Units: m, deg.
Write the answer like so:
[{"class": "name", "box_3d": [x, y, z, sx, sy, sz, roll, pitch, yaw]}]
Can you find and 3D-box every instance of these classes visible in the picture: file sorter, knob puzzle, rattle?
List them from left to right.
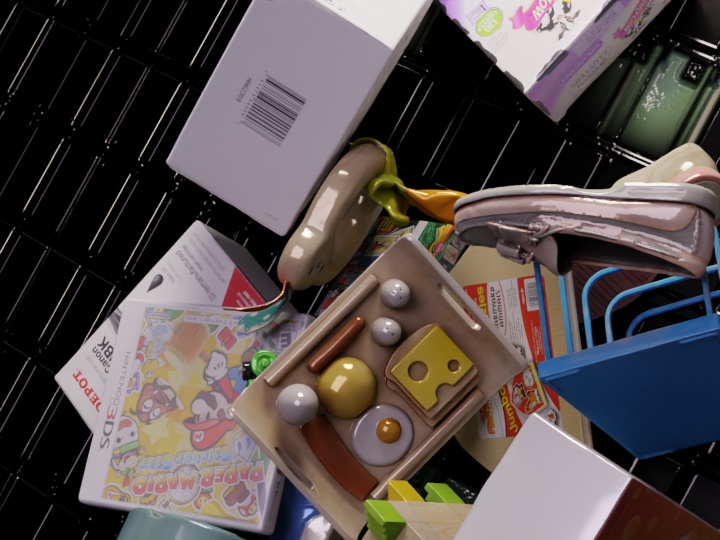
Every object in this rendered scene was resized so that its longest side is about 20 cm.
[{"class": "rattle", "box_3d": [0.000, 0.000, 1.667, 0.143, 0.130, 0.200, 37, 55, -1]}, {"class": "knob puzzle", "box_3d": [0.118, 0.071, 1.649, 0.219, 0.030, 0.221, 12, 105, 54]}, {"class": "file sorter", "box_3d": [0.230, 0.042, 1.532, 0.138, 0.200, 0.124, -16, 61, 24]}]

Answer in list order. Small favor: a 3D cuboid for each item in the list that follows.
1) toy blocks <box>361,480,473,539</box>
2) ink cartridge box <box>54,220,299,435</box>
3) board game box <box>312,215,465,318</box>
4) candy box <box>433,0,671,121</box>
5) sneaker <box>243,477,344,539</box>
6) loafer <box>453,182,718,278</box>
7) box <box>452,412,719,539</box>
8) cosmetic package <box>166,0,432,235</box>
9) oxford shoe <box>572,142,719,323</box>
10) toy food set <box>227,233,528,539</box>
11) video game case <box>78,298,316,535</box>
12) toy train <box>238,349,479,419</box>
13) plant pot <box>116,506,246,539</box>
[{"class": "toy blocks", "box_3d": [0.047, 0.249, 1.580, 0.100, 0.199, 0.137, 44, 111, 35]}, {"class": "ink cartridge box", "box_3d": [-0.154, 0.082, 1.806, 0.200, 0.084, 0.144, -47, 56, 9]}, {"class": "board game box", "box_3d": [0.005, 0.040, 1.720, 0.104, 0.023, 0.201, 9, 58, 43]}, {"class": "candy box", "box_3d": [0.156, -0.257, 1.760, 0.168, 0.071, 0.200, -46, 56, 8]}, {"class": "sneaker", "box_3d": [-0.034, 0.146, 1.716, 0.111, 0.077, 0.201, 26, 93, 25]}, {"class": "loafer", "box_3d": [0.154, -0.024, 1.447, 0.199, 0.072, 0.063, -2, 72, 28]}, {"class": "box", "box_3d": [0.168, 0.203, 1.504, 0.097, 0.200, 0.125, 32, 90, 35]}, {"class": "cosmetic package", "box_3d": [-0.042, -0.172, 1.718, 0.122, 0.200, 0.200, 31, 121, -2]}, {"class": "oxford shoe", "box_3d": [0.211, -0.027, 1.658, 0.199, 0.071, 0.074, -34, 33, 16]}, {"class": "toy food set", "box_3d": [0.015, 0.091, 1.585, 0.200, 0.060, 0.144, -44, 94, -6]}, {"class": "video game case", "box_3d": [-0.138, 0.119, 1.716, 0.199, 0.023, 0.183, 4, 76, 33]}, {"class": "toy train", "box_3d": [0.002, 0.093, 1.632, 0.198, 0.042, 0.057, 0, 78, -7]}, {"class": "plant pot", "box_3d": [-0.151, 0.310, 1.661, 0.199, 0.200, 0.197, 10, 72, 32]}]
